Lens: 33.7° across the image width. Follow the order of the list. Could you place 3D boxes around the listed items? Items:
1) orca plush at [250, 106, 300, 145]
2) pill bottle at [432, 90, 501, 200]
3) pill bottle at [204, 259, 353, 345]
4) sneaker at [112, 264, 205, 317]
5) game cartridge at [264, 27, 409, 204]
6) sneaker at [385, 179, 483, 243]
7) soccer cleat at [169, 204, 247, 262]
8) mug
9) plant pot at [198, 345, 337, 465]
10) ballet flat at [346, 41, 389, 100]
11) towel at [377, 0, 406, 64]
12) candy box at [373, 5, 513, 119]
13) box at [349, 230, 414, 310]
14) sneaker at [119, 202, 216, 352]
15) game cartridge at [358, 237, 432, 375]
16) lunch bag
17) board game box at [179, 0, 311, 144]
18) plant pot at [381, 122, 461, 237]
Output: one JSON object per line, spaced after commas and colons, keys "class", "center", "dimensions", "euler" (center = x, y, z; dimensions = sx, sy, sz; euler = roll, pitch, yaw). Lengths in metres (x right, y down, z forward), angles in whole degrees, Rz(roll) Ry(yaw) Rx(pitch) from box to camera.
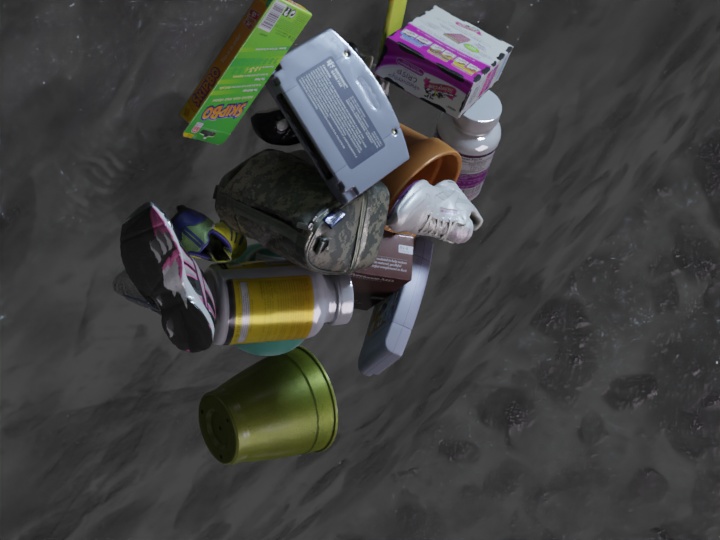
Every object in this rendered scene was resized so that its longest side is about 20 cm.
{"class": "orca plush", "center": [-0.058, -0.179, 1.601], "dimensions": [0.105, 0.072, 0.199], "euler": [-17, 172, 35]}
{"class": "pill bottle", "center": [0.177, -0.216, 2.035], "dimensions": [0.112, 0.112, 0.201], "euler": [-35, 157, -32]}
{"class": "pill bottle", "center": [-0.115, 0.041, 1.650], "dimensions": [0.198, 0.113, 0.113], "euler": [-3, 141, -22]}
{"class": "sneaker", "center": [-0.270, 0.014, 1.614], "dimensions": [0.088, 0.074, 0.200], "euler": [-67, 162, -6]}
{"class": "game cartridge", "center": [-0.026, -0.202, 1.529], "dimensions": [0.133, 0.201, 0.041], "euler": [-37, -171, -33]}
{"class": "sneaker", "center": [0.115, -0.083, 1.755], "dimensions": [0.199, 0.100, 0.075], "euler": [-17, 146, -53]}
{"class": "soccer cleat", "center": [-0.199, -0.033, 1.625], "dimensions": [0.065, 0.084, 0.200], "euler": [-49, 161, 5]}
{"class": "mug", "center": [-0.148, 0.040, 1.770], "dimensions": [0.184, 0.152, 0.115], "euler": [-33, 155, -36]}
{"class": "plant pot", "center": [-0.175, 0.251, 2.097], "dimensions": [0.192, 0.201, 0.201], "euler": [-15, 145, -36]}
{"class": "ballet flat", "center": [0.007, -0.262, 1.660], "dimensions": [0.069, 0.068, 0.200], "euler": [-60, 161, -2]}
{"class": "towel", "center": [0.047, -0.365, 1.570], "dimensions": [0.201, 0.018, 0.087], "euler": [101, 12, -56]}
{"class": "candy box", "center": [0.118, -0.292, 1.652], "dimensions": [0.200, 0.136, 0.061], "euler": [-46, 163, -56]}
{"class": "box", "center": [0.000, 0.000, 1.780], "dimensions": [0.099, 0.076, 0.200], "euler": [8, 161, -16]}
{"class": "sneaker", "center": [-0.243, 0.003, 1.527], "dimensions": [0.080, 0.202, 0.087], "euler": [-13, -158, 13]}
{"class": "game cartridge", "center": [0.056, 0.052, 1.820], "dimensions": [0.133, 0.041, 0.202], "euler": [127, -17, -61]}
{"class": "lunch bag", "center": [-0.081, -0.077, 1.610], "dimensions": [0.167, 0.199, 0.141], "euler": [-15, 124, -51]}
{"class": "board game box", "center": [-0.142, -0.242, 1.434], "dimensions": [0.201, 0.030, 0.095], "euler": [-56, 159, 13]}
{"class": "plant pot", "center": [0.040, -0.145, 1.836], "dimensions": [0.200, 0.140, 0.201], "euler": [-41, 160, -18]}
